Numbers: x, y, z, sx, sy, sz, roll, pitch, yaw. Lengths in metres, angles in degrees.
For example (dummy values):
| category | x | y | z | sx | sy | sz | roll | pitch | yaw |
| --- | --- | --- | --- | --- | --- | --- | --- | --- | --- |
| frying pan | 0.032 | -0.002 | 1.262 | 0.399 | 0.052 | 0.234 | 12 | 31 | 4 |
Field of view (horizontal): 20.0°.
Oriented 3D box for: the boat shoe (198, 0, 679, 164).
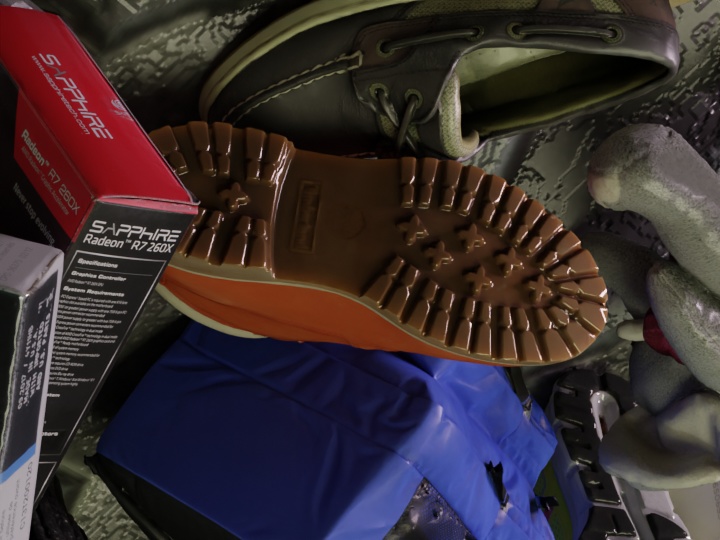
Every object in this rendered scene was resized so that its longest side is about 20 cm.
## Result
| category | x | y | z | sx | sy | sz | roll | pitch | yaw |
| --- | --- | --- | --- | --- | --- | --- | --- | --- | --- |
| boat shoe | 0.032 | -0.077 | 0.823 | 0.200 | 0.066 | 0.072 | -17 | 141 | 5 |

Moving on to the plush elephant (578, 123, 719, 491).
| category | x | y | z | sx | sy | sz | roll | pitch | yaw |
| --- | --- | --- | --- | --- | --- | --- | --- | --- | --- |
| plush elephant | 0.169 | 0.012 | 0.960 | 0.165 | 0.200 | 0.155 | -42 | -174 | -41 |

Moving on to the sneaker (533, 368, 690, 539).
| category | x | y | z | sx | sy | sz | roll | pitch | yaw |
| --- | --- | --- | --- | --- | --- | --- | --- | --- | --- |
| sneaker | 0.121 | 0.152 | 1.023 | 0.078 | 0.201 | 0.090 | 12 | 136 | -13 |

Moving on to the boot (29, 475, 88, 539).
| category | x | y | z | sx | sy | sz | roll | pitch | yaw |
| --- | --- | --- | --- | --- | --- | --- | --- | --- | --- |
| boot | -0.172 | 0.173 | 0.880 | 0.079 | 0.158 | 0.212 | 4 | 125 | -33 |

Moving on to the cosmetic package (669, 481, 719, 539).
| category | x | y | z | sx | sy | sz | roll | pitch | yaw |
| --- | --- | --- | --- | --- | --- | --- | --- | --- | --- |
| cosmetic package | 0.229 | 0.212 | 1.112 | 0.199 | 0.167 | 0.167 | 9 | 151 | -36 |

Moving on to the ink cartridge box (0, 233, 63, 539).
| category | x | y | z | sx | sy | sz | roll | pitch | yaw |
| --- | --- | --- | --- | --- | --- | --- | --- | --- | --- |
| ink cartridge box | -0.214 | 0.063 | 0.732 | 0.199 | 0.043 | 0.199 | 15 | 113 | 11 |

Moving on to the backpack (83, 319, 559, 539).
| category | x | y | z | sx | sy | sz | roll | pitch | yaw |
| --- | --- | --- | --- | --- | --- | --- | --- | --- | --- |
| backpack | 0.010 | 0.108 | 0.932 | 0.168 | 0.162 | 0.200 | -47 | 137 | -14 |

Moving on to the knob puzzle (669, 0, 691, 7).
| category | x | y | z | sx | sy | sz | roll | pitch | yaw |
| --- | --- | --- | --- | --- | --- | --- | --- | --- | --- |
| knob puzzle | 0.118 | -0.183 | 0.835 | 0.219 | 0.031 | 0.220 | -17 | 136 | -17 |

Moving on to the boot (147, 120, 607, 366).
| category | x | y | z | sx | sy | sz | roll | pitch | yaw |
| --- | --- | --- | --- | --- | --- | --- | --- | --- | --- |
| boot | 0.000 | 0.000 | 0.842 | 0.199 | 0.075 | 0.107 | 16 | 158 | -1 |

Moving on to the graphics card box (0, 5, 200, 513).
| category | x | y | z | sx | sy | sz | roll | pitch | yaw |
| --- | --- | --- | --- | --- | --- | --- | --- | --- | --- |
| graphics card box | -0.148 | 0.015 | 0.781 | 0.051 | 0.126 | 0.201 | 5 | 126 | -43 |
